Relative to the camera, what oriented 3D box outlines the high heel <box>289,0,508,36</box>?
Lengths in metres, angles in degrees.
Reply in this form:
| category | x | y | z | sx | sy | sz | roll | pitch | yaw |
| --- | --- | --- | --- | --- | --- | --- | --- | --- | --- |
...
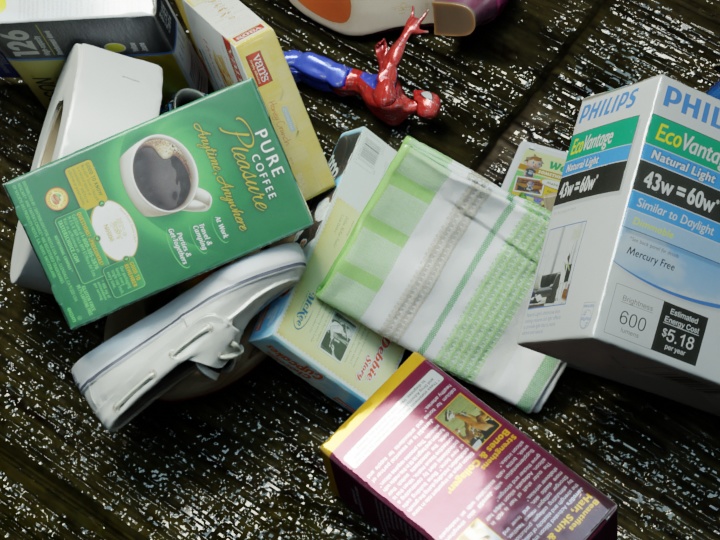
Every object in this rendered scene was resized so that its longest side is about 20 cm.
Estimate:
| category | x | y | z | sx | sy | sz | roll | pitch | yaw |
| --- | --- | --- | --- | --- | --- | --- | --- | --- | --- |
| high heel | 0.033 | -0.248 | 1.708 | 0.200 | 0.067 | 0.096 | 17 | 35 | 21 |

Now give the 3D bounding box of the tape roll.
| category | x | y | z | sx | sy | sz | roll | pitch | yaw |
| --- | --- | --- | --- | --- | --- | --- | --- | --- | --- |
| tape roll | -0.220 | -0.078 | 1.542 | 0.071 | 0.202 | 0.203 | 16 | 60 | -14 |

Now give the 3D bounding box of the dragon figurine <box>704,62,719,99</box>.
| category | x | y | z | sx | sy | sz | roll | pitch | yaw |
| --- | --- | --- | --- | --- | --- | --- | --- | --- | --- |
| dragon figurine | 0.270 | -0.113 | 1.563 | 0.099 | 0.059 | 0.200 | 6 | 54 | -5 |

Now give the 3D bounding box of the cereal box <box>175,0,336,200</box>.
| category | x | y | z | sx | sy | sz | roll | pitch | yaw |
| --- | --- | --- | --- | --- | --- | --- | --- | --- | --- |
| cereal box | -0.089 | -0.151 | 1.557 | 0.039 | 0.144 | 0.200 | -26 | 27 | -8 |

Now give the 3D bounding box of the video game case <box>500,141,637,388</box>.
| category | x | y | z | sx | sy | sz | roll | pitch | yaw |
| --- | --- | --- | --- | --- | --- | --- | --- | --- | --- |
| video game case | 0.192 | -0.003 | 1.553 | 0.200 | 0.022 | 0.182 | 17 | 64 | 17 |

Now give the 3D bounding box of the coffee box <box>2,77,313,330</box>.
| category | x | y | z | sx | sy | sz | roll | pitch | yaw |
| --- | --- | --- | --- | --- | --- | --- | --- | --- | --- |
| coffee box | -0.148 | -0.050 | 1.428 | 0.200 | 0.044 | 0.123 | -25 | 96 | -4 |

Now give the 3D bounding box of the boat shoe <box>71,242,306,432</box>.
| category | x | y | z | sx | sy | sz | roll | pitch | yaw |
| --- | --- | --- | --- | --- | --- | --- | --- | --- | --- |
| boat shoe | -0.120 | 0.052 | 1.452 | 0.200 | 0.072 | 0.066 | -30 | 78 | -2 |

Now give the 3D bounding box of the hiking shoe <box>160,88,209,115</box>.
| category | x | y | z | sx | sy | sz | roll | pitch | yaw |
| --- | --- | --- | --- | --- | --- | --- | --- | --- | --- |
| hiking shoe | -0.138 | -0.117 | 1.595 | 0.074 | 0.087 | 0.200 | -24 | 31 | -27 |

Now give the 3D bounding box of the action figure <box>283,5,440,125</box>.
| category | x | y | z | sx | sy | sz | roll | pitch | yaw |
| --- | --- | --- | --- | --- | --- | --- | --- | --- | --- |
| action figure | -0.012 | -0.189 | 1.658 | 0.200 | 0.065 | 0.099 | 23 | 77 | 19 |

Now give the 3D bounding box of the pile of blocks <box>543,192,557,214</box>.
| category | x | y | z | sx | sy | sz | roll | pitch | yaw |
| --- | --- | --- | --- | --- | --- | --- | --- | --- | --- |
| pile of blocks | 0.139 | -0.028 | 1.518 | 0.200 | 0.082 | 0.062 | -6 | 19 | 0 |

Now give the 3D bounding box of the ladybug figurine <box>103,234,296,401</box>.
| category | x | y | z | sx | sy | sz | roll | pitch | yaw |
| --- | --- | --- | --- | --- | --- | --- | --- | --- | --- |
| ladybug figurine | -0.119 | 0.033 | 1.544 | 0.200 | 0.072 | 0.136 | -41 | 64 | -16 |

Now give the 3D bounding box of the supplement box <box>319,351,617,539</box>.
| category | x | y | z | sx | sy | sz | roll | pitch | yaw |
| --- | --- | --- | --- | --- | --- | --- | --- | --- | --- |
| supplement box | 0.081 | 0.170 | 1.431 | 0.200 | 0.086 | 0.110 | 37 | 71 | 25 |

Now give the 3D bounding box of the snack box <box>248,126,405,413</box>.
| category | x | y | z | sx | sy | sz | roll | pitch | yaw |
| --- | --- | --- | --- | --- | --- | --- | --- | --- | --- |
| snack box | 0.000 | 0.000 | 1.528 | 0.037 | 0.116 | 0.200 | -15 | 44 | 53 |

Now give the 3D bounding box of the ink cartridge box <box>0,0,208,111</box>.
| category | x | y | z | sx | sy | sz | roll | pitch | yaw |
| --- | --- | --- | --- | --- | --- | --- | --- | --- | --- |
| ink cartridge box | -0.245 | -0.185 | 1.613 | 0.200 | 0.198 | 0.047 | -4 | 74 | 7 |

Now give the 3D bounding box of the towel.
| category | x | y | z | sx | sy | sz | roll | pitch | yaw |
| --- | --- | --- | --- | --- | --- | --- | --- | --- | --- |
| towel | 0.086 | 0.007 | 1.472 | 0.200 | 0.031 | 0.149 | 28 | 99 | -10 |

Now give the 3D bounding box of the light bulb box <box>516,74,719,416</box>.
| category | x | y | z | sx | sy | sz | roll | pitch | yaw |
| --- | --- | --- | --- | --- | --- | --- | --- | --- | --- |
| light bulb box | 0.247 | -0.012 | 1.418 | 0.198 | 0.125 | 0.200 | 19 | 79 | -20 |
